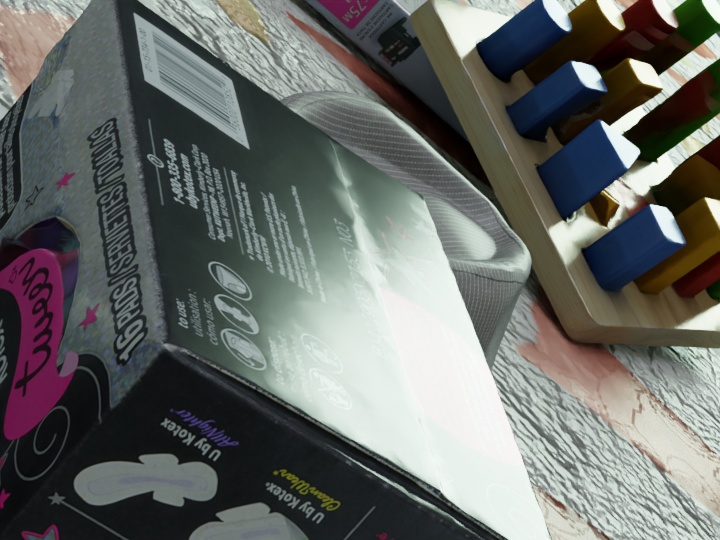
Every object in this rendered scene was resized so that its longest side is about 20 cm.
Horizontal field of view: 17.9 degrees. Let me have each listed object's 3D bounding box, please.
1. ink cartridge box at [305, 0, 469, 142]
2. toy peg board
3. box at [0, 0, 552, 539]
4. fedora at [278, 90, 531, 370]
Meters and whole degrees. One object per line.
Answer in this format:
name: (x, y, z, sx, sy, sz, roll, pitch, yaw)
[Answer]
ink cartridge box: (0.047, -0.125, 1.303, 0.200, 0.042, 0.119, 38, 19, -12)
toy peg board: (0.152, -0.070, 1.221, 0.199, 0.098, 0.201, 5, 54, -56)
box: (-0.047, 0.035, 0.617, 0.132, 0.115, 0.200, 33, 19, -26)
fedora: (0.000, 0.000, 0.834, 0.199, 0.090, 0.177, 22, 28, -49)
